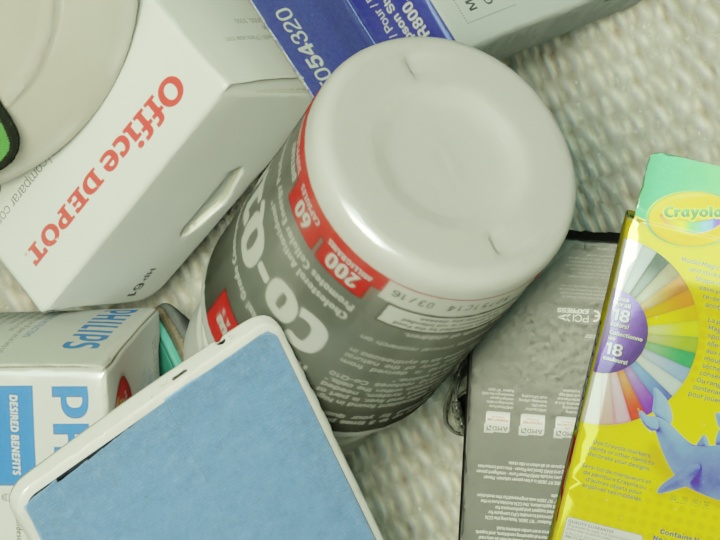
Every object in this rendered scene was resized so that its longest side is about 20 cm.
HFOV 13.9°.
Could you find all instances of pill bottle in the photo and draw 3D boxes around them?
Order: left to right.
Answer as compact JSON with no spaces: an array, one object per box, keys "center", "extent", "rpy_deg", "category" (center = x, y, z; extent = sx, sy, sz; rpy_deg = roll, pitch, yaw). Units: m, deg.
[{"center":[0.000,0.000,1.224],"extent":[0.113,0.200,0.115],"rpy_deg":[10,59,-18],"category":"pill bottle"}]

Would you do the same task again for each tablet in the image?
[{"center":[-0.052,0.126,1.212],"extent":[0.130,0.201,0.014],"rpy_deg":[-35,36,-14],"category":"tablet"}]

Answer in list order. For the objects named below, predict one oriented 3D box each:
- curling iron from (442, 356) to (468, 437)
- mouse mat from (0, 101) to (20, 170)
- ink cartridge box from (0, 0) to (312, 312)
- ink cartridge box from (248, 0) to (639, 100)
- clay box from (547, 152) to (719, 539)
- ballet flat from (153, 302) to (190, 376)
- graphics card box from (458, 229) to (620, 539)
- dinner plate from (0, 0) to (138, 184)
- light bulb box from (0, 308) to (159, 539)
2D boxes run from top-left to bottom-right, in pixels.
[{"center":[0.133,0.044,1.311],"extent":[0.199,0.026,0.050],"rpy_deg":[-9,87,7],"category":"curling iron"},{"center":[-0.260,-0.066,1.207],"extent":[0.199,0.008,0.161],"rpy_deg":[-27,114,7],"category":"mouse mat"},{"center":[-0.133,-0.102,1.306],"extent":[0.200,0.085,0.145],"rpy_deg":[49,117,17],"category":"ink cartridge box"},{"center":[0.016,-0.179,1.292],"extent":[0.199,0.043,0.197],"rpy_deg":[-24,77,-40],"category":"ink cartridge box"},{"center":[0.148,0.059,1.223],"extent":[0.114,0.048,0.201],"rpy_deg":[14,95,2],"category":"clay box"},{"center":[-0.041,0.105,1.315],"extent":[0.073,0.073,0.201],"rpy_deg":[-20,74,5],"category":"ballet flat"},{"center":[0.106,0.083,1.279],"extent":[0.125,0.051,0.201],"rpy_deg":[3,96,8],"category":"graphics card box"},{"center":[-0.190,-0.116,1.207],"extent":[0.199,0.024,0.201],"rpy_deg":[-1,115,-2],"category":"dinner plate"},{"center":[-0.187,0.123,1.273],"extent":[0.199,0.125,0.200],"rpy_deg":[-1,101,8],"category":"light bulb box"}]
